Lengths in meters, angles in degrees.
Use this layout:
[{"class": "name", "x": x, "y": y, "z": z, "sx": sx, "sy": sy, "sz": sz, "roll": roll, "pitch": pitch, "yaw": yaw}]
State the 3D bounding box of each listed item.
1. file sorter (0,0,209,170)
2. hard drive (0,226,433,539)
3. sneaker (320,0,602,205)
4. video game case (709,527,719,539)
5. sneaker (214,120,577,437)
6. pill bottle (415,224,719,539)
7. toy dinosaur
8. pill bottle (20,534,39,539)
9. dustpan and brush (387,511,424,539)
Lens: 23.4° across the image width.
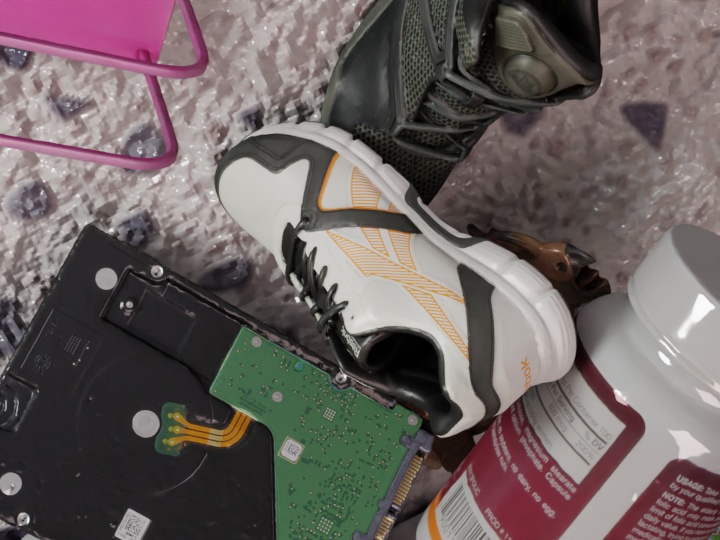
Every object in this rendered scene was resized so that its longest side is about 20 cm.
[{"class": "file sorter", "x": -0.113, "y": -0.157, "z": 0.685, "sx": 0.138, "sy": 0.126, "sz": 0.202, "roll": 9, "pitch": 120, "yaw": -22}, {"class": "hard drive", "x": -0.079, "y": 0.088, "z": 0.833, "sx": 0.199, "sy": 0.038, "sz": 0.141, "roll": 29, "pitch": 79, "yaw": -9}, {"class": "sneaker", "x": 0.044, "y": -0.085, "z": 0.790, "sx": 0.076, "sy": 0.115, "sz": 0.200, "roll": 19, "pitch": 118, "yaw": -25}, {"class": "video game case", "x": 0.259, "y": 0.199, "z": 1.100, "sx": 0.199, "sy": 0.023, "sz": 0.182, "roll": 35, "pitch": 108, "yaw": -31}, {"class": "sneaker", "x": 0.000, "y": 0.000, "z": 0.787, "sx": 0.080, "sy": 0.199, "sz": 0.074, "roll": -36, "pitch": 145, "yaw": -33}, {"class": "pill bottle", "x": 0.124, "y": 0.084, "z": 0.818, "sx": 0.113, "sy": 0.115, "sz": 0.201, "roll": 22, "pitch": 117, "yaw": -28}, {"class": "toy dinosaur", "x": 0.050, "y": 0.051, "z": 0.902, "sx": 0.199, "sy": 0.086, "sz": 0.135, "roll": -37, "pitch": 126, "yaw": 14}, {"class": "pill bottle", "x": -0.158, "y": 0.205, "z": 0.922, "sx": 0.109, "sy": 0.110, "sz": 0.201, "roll": 25, "pitch": 113, "yaw": -29}, {"class": "dustpan and brush", "x": 0.094, "y": 0.161, "z": 1.000, "sx": 0.139, "sy": 0.057, "sz": 0.200, "roll": 34, "pitch": 108, "yaw": -32}]
